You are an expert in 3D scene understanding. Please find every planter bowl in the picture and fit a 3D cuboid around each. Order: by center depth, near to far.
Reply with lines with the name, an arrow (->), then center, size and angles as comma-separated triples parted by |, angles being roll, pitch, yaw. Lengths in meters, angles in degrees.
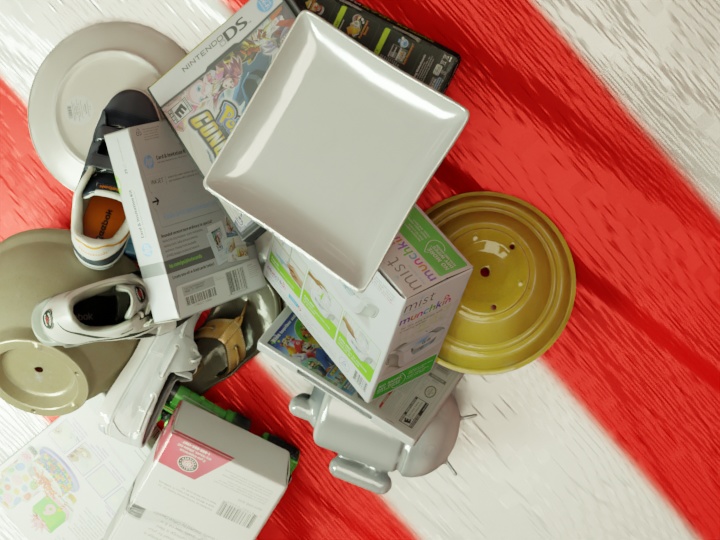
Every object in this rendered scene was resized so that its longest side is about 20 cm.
planter bowl -> 0.130, 0.007, 1.486 | 0.199, 0.083, 0.201 | -1, 81, 4
planter bowl -> -0.336, 0.073, 1.545 | 0.199, 0.135, 0.201 | 5, 133, 5

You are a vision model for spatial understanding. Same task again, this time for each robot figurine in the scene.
robot figurine -> 0.024, 0.158, 1.557 | 0.199, 0.113, 0.170 | 20, 95, 5

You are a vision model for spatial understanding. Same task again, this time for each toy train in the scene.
toy train -> -0.159, 0.184, 1.615 | 0.199, 0.042, 0.057 | 31, 110, -8

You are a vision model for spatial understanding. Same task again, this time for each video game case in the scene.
video game case -> -0.096, -0.160, 1.406 | 0.181, 0.025, 0.200 | -38, 72, 14
video game case -> 0.009, 0.085, 1.523 | 0.200, 0.143, 0.018 | 32, 146, 11

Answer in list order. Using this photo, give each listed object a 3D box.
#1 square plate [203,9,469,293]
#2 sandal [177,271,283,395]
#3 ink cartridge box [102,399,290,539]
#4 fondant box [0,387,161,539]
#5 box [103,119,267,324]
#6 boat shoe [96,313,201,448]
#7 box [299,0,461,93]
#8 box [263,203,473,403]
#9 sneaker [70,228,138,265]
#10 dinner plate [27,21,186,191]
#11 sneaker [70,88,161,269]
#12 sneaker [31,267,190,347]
square plate -> -0.024, -0.114, 1.345 | 0.198, 0.028, 0.200 | 34, 99, 15
sandal -> -0.165, 0.084, 1.601 | 0.200, 0.055, 0.082 | -40, 94, 15
ink cartridge box -> -0.187, 0.267, 1.581 | 0.145, 0.085, 0.200 | 27, 110, -10
fondant box -> -0.324, 0.239, 1.662 | 0.200, 0.058, 0.144 | -38, 95, 14
box -> -0.181, -0.060, 1.483 | 0.041, 0.156, 0.201 | -10, 98, 33
boat shoe -> -0.213, 0.101, 1.554 | 0.068, 0.072, 0.200 | 28, 72, 10
box -> -0.019, -0.185, 1.522 | 0.193, 0.048, 0.201 | 27, 106, 5
box -> 0.000, 0.000, 1.454 | 0.200, 0.096, 0.177 | 49, 144, 26
sneaker -> -0.226, -0.045, 1.578 | 0.199, 0.075, 0.087 | 12, 75, -4
dinner plate -> -0.270, -0.176, 1.552 | 0.199, 0.024, 0.201 | 0, 89, 4
sneaker -> -0.254, -0.103, 1.486 | 0.078, 0.079, 0.201 | 11, 78, -6
sneaker -> -0.233, 0.036, 1.470 | 0.088, 0.199, 0.074 | -17, 90, 54
